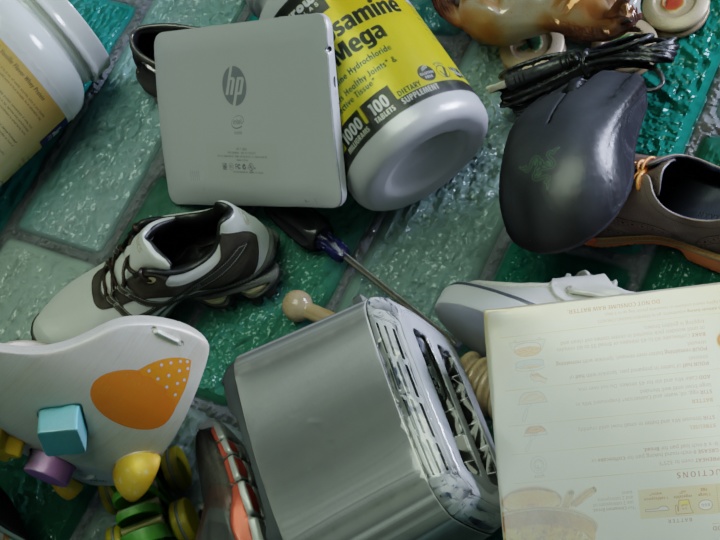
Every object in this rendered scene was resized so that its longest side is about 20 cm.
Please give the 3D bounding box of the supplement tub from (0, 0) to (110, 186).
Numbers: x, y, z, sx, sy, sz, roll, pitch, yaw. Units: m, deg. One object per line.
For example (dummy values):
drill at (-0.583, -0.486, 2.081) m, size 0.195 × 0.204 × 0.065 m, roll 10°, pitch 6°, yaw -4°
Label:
supplement tub at (-0.309, -0.142, 1.172) m, size 0.200 × 0.145 × 0.144 m, roll -44°, pitch 56°, yaw -9°

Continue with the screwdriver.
screwdriver at (0.000, 0.000, 1.051) m, size 0.028 × 0.029 × 0.200 m, roll -45°, pitch 60°, yaw -11°

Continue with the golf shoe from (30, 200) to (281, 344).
golf shoe at (-0.158, 0.000, 1.064) m, size 0.198 × 0.095 × 0.078 m, roll -23°, pitch 56°, yaw 7°

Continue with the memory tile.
memory tile at (0.154, -0.211, 1.124) m, size 0.153 × 0.017 × 0.200 m, roll -37°, pitch 55°, yaw -4°

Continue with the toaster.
toaster at (0.007, 0.114, 0.908) m, size 0.128 × 0.113 × 0.202 m, roll -30°, pitch 58°, yaw 18°

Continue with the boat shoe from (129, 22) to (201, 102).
boat shoe at (-0.096, -0.151, 1.153) m, size 0.198 × 0.057 × 0.067 m, roll 13°, pitch 63°, yaw 26°

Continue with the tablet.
tablet at (-0.084, -0.111, 1.065) m, size 0.199 × 0.014 × 0.132 m, roll 4°, pitch 102°, yaw 46°

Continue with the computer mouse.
computer mouse at (0.133, -0.095, 0.978) m, size 0.137 × 0.053 × 0.201 m, roll -13°, pitch 39°, yaw 27°

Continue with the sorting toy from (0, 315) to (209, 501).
sorting toy at (-0.226, 0.073, 0.937) m, size 0.199 × 0.179 × 0.108 m, roll -12°, pitch 62°, yaw 54°

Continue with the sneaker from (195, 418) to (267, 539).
sneaker at (-0.087, 0.187, 0.937) m, size 0.081 × 0.077 × 0.201 m, roll -26°, pitch 55°, yaw 7°

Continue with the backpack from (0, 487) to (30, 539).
backpack at (-0.320, 0.209, 0.947) m, size 0.199 × 0.178 × 0.151 m, roll -38°, pitch 50°, yaw -1°

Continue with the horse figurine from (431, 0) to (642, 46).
horse figurine at (0.127, -0.209, 1.085) m, size 0.198 × 0.050 × 0.134 m, roll 2°, pitch 58°, yaw 31°

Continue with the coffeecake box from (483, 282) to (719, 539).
coffeecake box at (0.158, 0.117, 0.852) m, size 0.152 × 0.073 × 0.203 m, roll -7°, pitch 79°, yaw 15°

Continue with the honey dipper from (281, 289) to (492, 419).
honey dipper at (0.026, 0.054, 1.004) m, size 0.199 × 0.038 × 0.038 m, roll 21°, pitch 69°, yaw 34°

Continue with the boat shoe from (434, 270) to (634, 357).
boat shoe at (0.147, 0.033, 0.948) m, size 0.198 × 0.072 × 0.066 m, roll 13°, pitch 61°, yaw 25°

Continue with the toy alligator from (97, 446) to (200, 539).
toy alligator at (-0.152, 0.131, 1.005) m, size 0.059 × 0.054 × 0.202 m, roll -20°, pitch 56°, yaw 7°

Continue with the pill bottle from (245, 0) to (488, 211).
pill bottle at (-0.005, -0.151, 1.063) m, size 0.112 × 0.113 × 0.201 m, roll -33°, pitch 69°, yaw -2°

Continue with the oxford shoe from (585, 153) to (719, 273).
oxford shoe at (0.185, -0.056, 0.985) m, size 0.198 × 0.073 × 0.072 m, roll 13°, pitch 66°, yaw 26°
